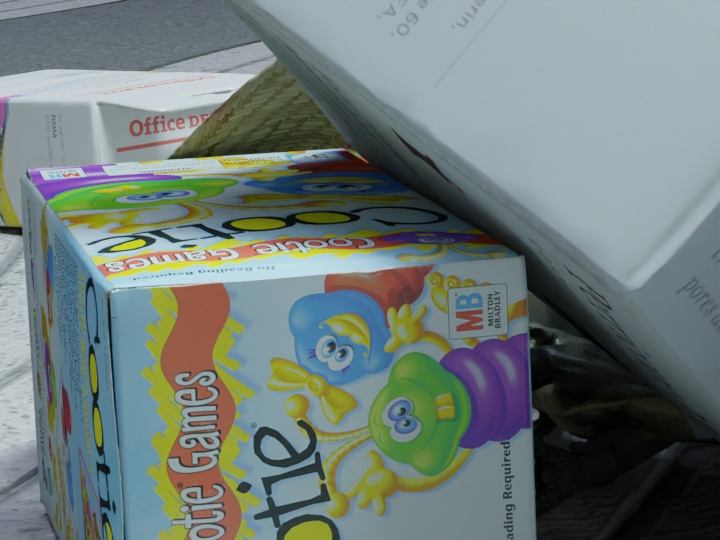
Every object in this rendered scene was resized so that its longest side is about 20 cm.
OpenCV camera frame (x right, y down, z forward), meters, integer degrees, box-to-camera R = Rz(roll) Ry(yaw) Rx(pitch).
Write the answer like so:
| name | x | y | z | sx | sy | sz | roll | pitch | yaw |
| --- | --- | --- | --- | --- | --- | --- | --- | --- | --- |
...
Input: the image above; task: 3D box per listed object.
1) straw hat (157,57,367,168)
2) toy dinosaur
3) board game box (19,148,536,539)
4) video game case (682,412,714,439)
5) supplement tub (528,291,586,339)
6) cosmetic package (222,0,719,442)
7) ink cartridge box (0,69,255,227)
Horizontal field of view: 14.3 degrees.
| name | x | y | z | sx | sy | sz | roll | pitch | yaw |
| --- | --- | --- | --- | --- | --- | --- | --- | --- | --- |
| straw hat | 0.000 | 0.000 | 0.946 | 0.085 | 0.201 | 0.201 | 48 | 30 | 14 |
| toy dinosaur | 0.069 | 0.044 | 0.861 | 0.088 | 0.047 | 0.200 | -1 | 11 | -32 |
| board game box | -0.028 | 0.033 | 0.774 | 0.103 | 0.105 | 0.200 | -5 | 11 | -12 |
| video game case | 0.174 | -0.042 | 0.864 | 0.182 | 0.023 | 0.200 | -18 | 34 | 12 |
| supplement tub | 0.141 | -0.030 | 1.025 | 0.200 | 0.123 | 0.123 | -6 | 11 | -14 |
| cosmetic package | 0.081 | -0.075 | 0.755 | 0.200 | 0.165 | 0.165 | 40 | -1 | 34 |
| ink cartridge box | -0.127 | -0.060 | 1.421 | 0.200 | 0.068 | 0.116 | 4 | 13 | 43 |
